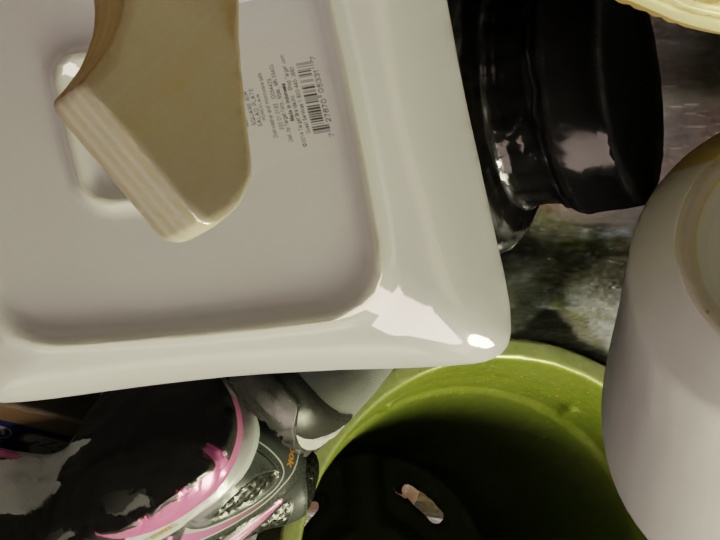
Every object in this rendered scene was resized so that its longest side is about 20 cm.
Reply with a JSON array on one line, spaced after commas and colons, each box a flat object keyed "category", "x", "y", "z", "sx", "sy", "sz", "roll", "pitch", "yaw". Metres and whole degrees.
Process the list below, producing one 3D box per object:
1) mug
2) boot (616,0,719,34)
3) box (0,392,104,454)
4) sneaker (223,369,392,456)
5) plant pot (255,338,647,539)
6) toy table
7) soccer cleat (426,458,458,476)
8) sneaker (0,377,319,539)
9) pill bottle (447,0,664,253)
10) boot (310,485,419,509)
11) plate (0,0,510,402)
[{"category": "mug", "x": 0.146, "y": 0.006, "z": 0.840, "sx": 0.149, "sy": 0.187, "sz": 0.153, "roll": -16, "pitch": 154, "yaw": 3}, {"category": "boot", "x": 0.111, "y": -0.137, "z": 0.687, "sx": 0.200, "sy": 0.073, "sz": 0.155, "roll": 5, "pitch": 152, "yaw": -17}, {"category": "box", "x": -0.138, "y": 0.089, "z": 1.031, "sx": 0.121, "sy": 0.032, "sz": 0.200, "roll": 16, "pitch": 151, "yaw": -28}, {"category": "sneaker", "x": 0.000, "y": 0.000, "z": 0.930, "sx": 0.079, "sy": 0.200, "sz": 0.074, "roll": -37, "pitch": 97, "yaw": 30}, {"category": "plant pot", "x": 0.031, "y": 0.139, "z": 1.109, "sx": 0.200, "sy": 0.200, "sz": 0.190, "roll": 10, "pitch": 170, "yaw": -17}, {"category": "toy table", "x": -0.069, "y": -0.111, "z": 0.646, "sx": 0.184, "sy": 0.117, "sz": 0.200, "roll": 43, "pitch": 141, "yaw": -2}, {"category": "soccer cleat", "x": 0.121, "y": 0.086, "z": 1.220, "sx": 0.200, "sy": 0.070, "sz": 0.086, "roll": 10, "pitch": 157, "yaw": -16}, {"category": "sneaker", "x": -0.098, "y": 0.105, "z": 0.941, "sx": 0.200, "sy": 0.080, "sz": 0.086, "roll": -23, "pitch": 145, "yaw": 34}, {"category": "pill bottle", "x": -0.003, "y": -0.054, "z": 0.846, "sx": 0.200, "sy": 0.112, "sz": 0.112, "roll": -5, "pitch": 156, "yaw": 20}, {"category": "boot", "x": -0.059, "y": 0.118, "z": 1.343, "sx": 0.200, "sy": 0.064, "sz": 0.186, "roll": 1, "pitch": 160, "yaw": -7}, {"category": "plate", "x": -0.065, "y": -0.051, "z": 0.788, "sx": 0.200, "sy": 0.200, "sz": 0.032, "roll": -6, "pitch": -163, "yaw": 20}]
